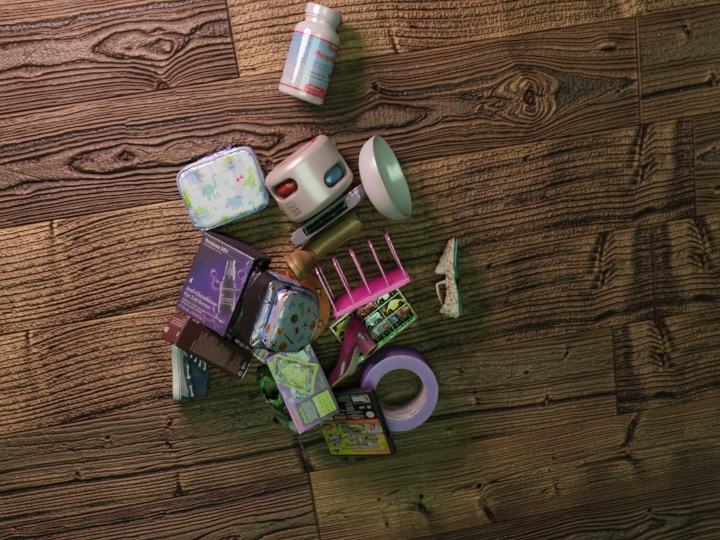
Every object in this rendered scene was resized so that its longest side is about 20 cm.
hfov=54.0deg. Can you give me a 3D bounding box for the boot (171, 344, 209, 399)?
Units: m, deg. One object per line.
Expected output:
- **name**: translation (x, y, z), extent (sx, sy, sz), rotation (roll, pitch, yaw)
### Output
- **boot**: translation (-0.420, 0.221, 1.747), extent (0.088, 0.073, 0.204), rotation (-1, 110, -13)

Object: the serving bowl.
- **serving bowl**: translation (0.048, -0.206, 1.634), extent (0.065, 0.200, 0.203), rotation (-20, 105, 20)

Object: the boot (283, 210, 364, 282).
- **boot**: translation (-0.083, -0.064, 1.649), extent (0.198, 0.175, 0.067), rotation (-34, 104, 0)

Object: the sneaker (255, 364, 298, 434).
- **sneaker**: translation (-0.202, 0.336, 1.778), extent (0.077, 0.085, 0.201), rotation (-34, 104, 4)

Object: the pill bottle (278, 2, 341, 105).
- **pill bottle**: translation (-0.108, -0.486, 1.590), extent (0.107, 0.109, 0.204), rotation (16, 101, -9)

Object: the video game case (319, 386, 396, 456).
- **video game case**: translation (-0.021, 0.384, 1.781), extent (0.197, 0.025, 0.184), rotation (-11, 106, 35)

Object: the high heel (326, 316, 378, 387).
- **high heel**: translation (-0.044, 0.210, 1.765), extent (0.200, 0.067, 0.097), rotation (-46, 72, 20)

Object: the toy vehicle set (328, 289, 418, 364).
- **toy vehicle set**: translation (0.033, 0.128, 1.783), extent (0.199, 0.027, 0.125), rotation (-38, 103, 4)

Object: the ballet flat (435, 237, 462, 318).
- **ballet flat**: translation (0.217, 0.021, 1.756), extent (0.063, 0.076, 0.204), rotation (-3, 100, 12)

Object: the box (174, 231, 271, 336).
- **box**: translation (-0.322, 0.029, 1.663), extent (0.146, 0.104, 0.203), rotation (25, 99, 14)

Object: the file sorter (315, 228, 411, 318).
- **file sorter**: translation (0.000, 0.000, 1.695), extent (0.197, 0.139, 0.127), rotation (-26, 102, 1)

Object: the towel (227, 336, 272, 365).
- **towel**: translation (-0.261, 0.128, 1.738), extent (0.199, 0.030, 0.147), rotation (36, 100, -7)

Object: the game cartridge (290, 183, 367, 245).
- **game cartridge**: translation (-0.066, -0.134, 1.652), extent (0.198, 0.133, 0.042), rotation (-34, 92, 20)

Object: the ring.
- **ring**: translation (-0.173, 0.098, 1.762), extent (0.196, 0.019, 0.205), rotation (-1, 102, -5)

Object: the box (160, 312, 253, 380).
- **box**: translation (-0.364, 0.181, 1.683), extent (0.199, 0.099, 0.076), rotation (34, 76, -34)

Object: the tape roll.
- **tape roll**: translation (0.095, 0.298, 1.798), extent (0.196, 0.085, 0.204), rotation (-1, 104, -5)

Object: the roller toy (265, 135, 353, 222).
- **roller toy**: translation (-0.115, -0.202, 1.615), extent (0.199, 0.183, 0.141), rotation (-36, 104, 3)

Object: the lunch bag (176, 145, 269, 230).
- **lunch bag**: translation (-0.318, -0.196, 1.649), extent (0.197, 0.083, 0.163), rotation (-20, 105, -1)

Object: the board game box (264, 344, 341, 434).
- **board game box**: translation (-0.142, 0.281, 1.733), extent (0.118, 0.032, 0.203), rotation (-25, 92, -16)

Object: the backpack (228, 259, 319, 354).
- **backpack**: translation (-0.179, 0.101, 1.630), extent (0.153, 0.189, 0.203), rotation (28, 98, 33)
